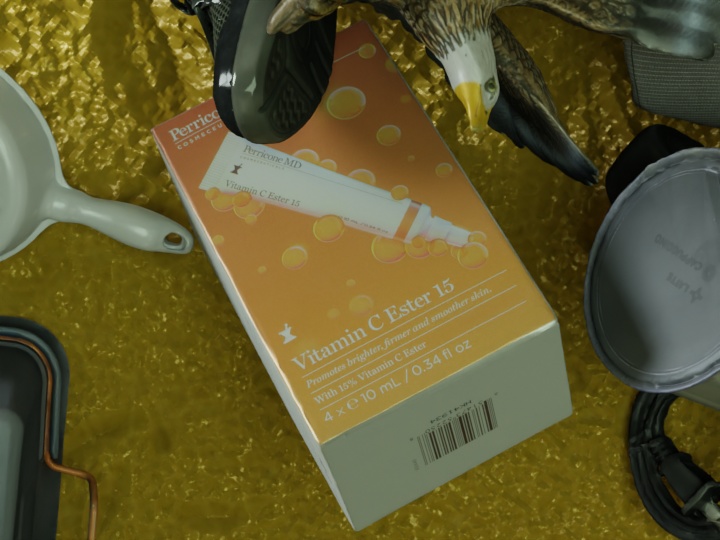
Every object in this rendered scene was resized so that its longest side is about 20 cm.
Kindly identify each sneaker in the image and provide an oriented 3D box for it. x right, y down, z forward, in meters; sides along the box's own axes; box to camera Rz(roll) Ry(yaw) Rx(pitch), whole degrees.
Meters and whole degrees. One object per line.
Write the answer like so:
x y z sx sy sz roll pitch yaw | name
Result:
-0.069 -0.135 0.951 0.113 0.201 0.077 -5 141 12 | sneaker

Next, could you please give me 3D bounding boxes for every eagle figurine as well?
0.057 -0.125 0.894 0.199 0.151 0.153 8 94 -37 | eagle figurine

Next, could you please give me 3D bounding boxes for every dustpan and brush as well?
-0.182 -0.040 0.999 0.198 0.057 0.141 21 109 -1 | dustpan and brush

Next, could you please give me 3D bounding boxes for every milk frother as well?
0.178 0.049 0.981 0.187 0.180 0.201 21 102 -37 | milk frother

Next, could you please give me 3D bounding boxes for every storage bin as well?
-0.203 0.132 0.977 0.144 0.134 0.202 5 98 -10 | storage bin

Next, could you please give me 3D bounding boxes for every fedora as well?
0.175 -0.137 0.989 0.089 0.201 0.177 -4 143 16 | fedora

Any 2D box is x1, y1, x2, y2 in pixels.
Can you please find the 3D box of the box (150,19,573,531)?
0.000 0.000 0.954 0.124 0.098 0.201 -28 58 -6 | box
